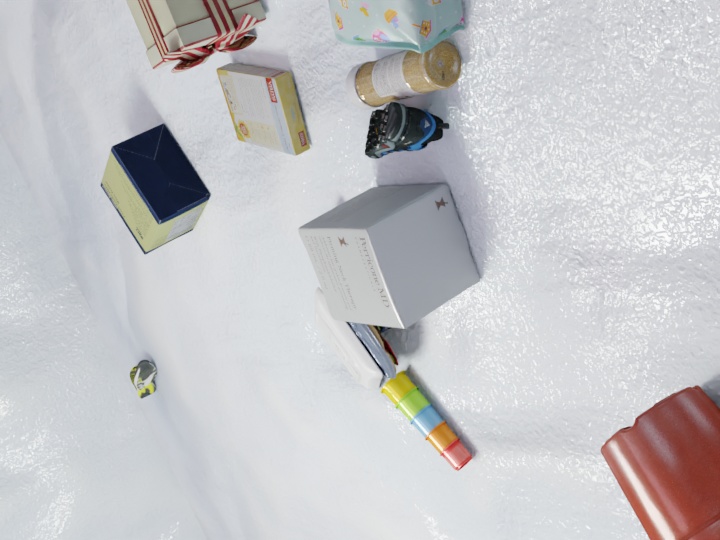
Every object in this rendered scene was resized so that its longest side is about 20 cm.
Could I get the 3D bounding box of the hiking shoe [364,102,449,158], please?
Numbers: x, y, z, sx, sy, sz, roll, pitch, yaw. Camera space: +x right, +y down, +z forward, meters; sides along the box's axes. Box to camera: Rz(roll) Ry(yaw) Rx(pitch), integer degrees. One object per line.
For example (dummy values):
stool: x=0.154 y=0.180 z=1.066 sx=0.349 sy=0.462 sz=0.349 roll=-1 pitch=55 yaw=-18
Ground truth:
hiking shoe: x=0.060 y=-0.195 z=1.507 sx=0.200 sy=0.086 sz=0.075 roll=-160 pitch=81 yaw=-78

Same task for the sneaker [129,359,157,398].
sneaker: x=-0.676 y=0.321 z=3.179 sx=0.085 sy=0.074 sz=0.200 roll=50 pitch=150 yaw=20

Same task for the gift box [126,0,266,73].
gift box: x=-0.279 y=-0.438 z=1.720 sx=0.200 sy=0.184 sz=0.187 roll=0 pitch=114 yaw=65

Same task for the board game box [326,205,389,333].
board game box: x=0.000 y=0.000 z=1.826 sx=0.200 sy=0.035 sz=0.136 roll=50 pitch=151 yaw=19

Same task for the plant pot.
plant pot: x=0.408 y=0.259 z=1.260 sx=0.195 sy=0.200 sz=0.201 roll=58 pitch=153 yaw=22

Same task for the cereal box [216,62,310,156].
cereal box: x=-0.173 y=-0.287 z=1.836 sx=0.200 sy=0.039 sz=0.144 roll=21 pitch=133 yaw=49

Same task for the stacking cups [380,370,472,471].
stacking cups: x=0.124 y=0.269 z=1.860 sx=0.200 sy=0.060 sz=0.061 roll=45 pitch=149 yaw=18

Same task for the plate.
plate: x=-0.031 y=0.138 z=1.944 sx=0.200 sy=0.032 sz=0.200 roll=53 pitch=169 yaw=11

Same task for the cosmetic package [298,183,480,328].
cosmetic package: x=0.042 y=-0.026 z=1.596 sx=0.200 sy=0.166 sz=0.168 roll=3 pitch=118 yaw=56

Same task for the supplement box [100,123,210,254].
supplement box: x=-0.457 y=-0.177 z=2.300 sx=0.200 sy=0.134 sz=0.200 roll=56 pitch=151 yaw=7

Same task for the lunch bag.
lunch bag: x=0.025 y=-0.383 z=1.345 sx=0.200 sy=0.122 sz=0.171 roll=20 pitch=133 yaw=43

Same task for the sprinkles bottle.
sprinkles bottle: x=0.056 y=-0.272 z=1.448 sx=0.200 sy=0.068 sz=0.068 roll=-1 pitch=115 yaw=59

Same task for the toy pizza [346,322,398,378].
toy pizza: x=0.009 y=0.105 z=1.835 sx=0.200 sy=0.032 sz=0.200 roll=52 pitch=170 yaw=13
